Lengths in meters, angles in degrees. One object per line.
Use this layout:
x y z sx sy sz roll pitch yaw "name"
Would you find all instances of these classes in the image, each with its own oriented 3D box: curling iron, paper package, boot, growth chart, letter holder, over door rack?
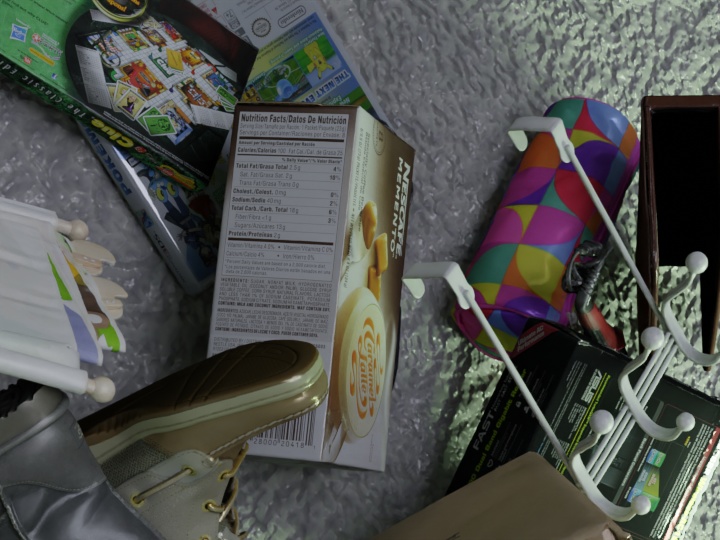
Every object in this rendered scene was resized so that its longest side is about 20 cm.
0.165 0.037 1.108 0.050 0.025 0.200 -67 154 -18 "curling iron"
0.058 0.199 0.907 0.190 0.200 0.104 -28 97 -2 "paper package"
-0.168 0.173 0.843 0.181 0.073 0.200 -29 108 5 "boot"
-0.185 0.003 0.866 0.144 0.200 0.018 21 111 -25 "growth chart"
0.239 -0.003 1.130 0.200 0.100 0.143 77 16 -58 "letter holder"
-0.075 0.132 0.888 0.155 0.200 0.072 61 26 -9 "boot"
0.134 0.024 0.964 0.200 0.067 0.148 50 53 -17 "over door rack"

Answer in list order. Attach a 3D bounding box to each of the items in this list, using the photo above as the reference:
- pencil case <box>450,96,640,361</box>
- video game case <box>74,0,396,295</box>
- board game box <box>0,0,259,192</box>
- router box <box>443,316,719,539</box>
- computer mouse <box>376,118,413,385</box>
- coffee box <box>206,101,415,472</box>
0.134 -0.024 1.150 0.088 0.088 0.200 38 59 -24 "pencil case"
-0.086 -0.111 1.046 0.200 0.022 0.183 -40 103 -38 "video game case"
-0.156 -0.139 0.970 0.200 0.023 0.105 33 62 -27 "board game box"
0.137 0.147 1.069 0.150 0.062 0.200 25 92 -30 "router box"
0.000 0.000 1.069 0.058 0.034 0.201 14 73 -26 "computer mouse"
-0.028 0.013 0.975 0.114 0.079 0.201 30 64 -69 "coffee box"
